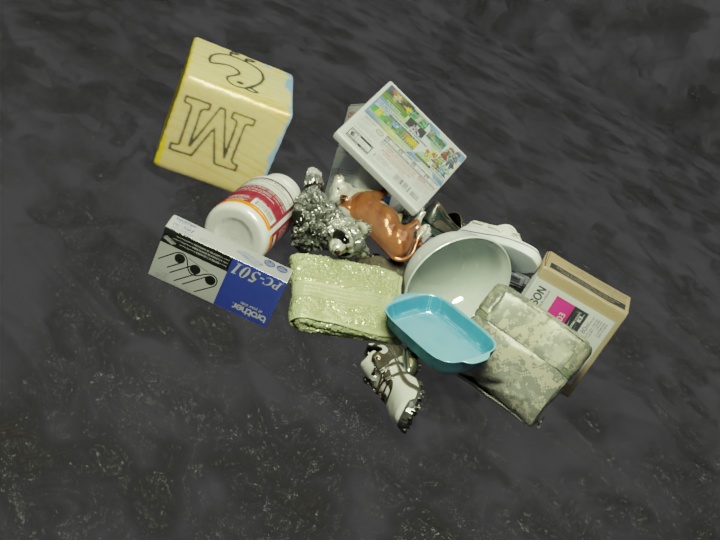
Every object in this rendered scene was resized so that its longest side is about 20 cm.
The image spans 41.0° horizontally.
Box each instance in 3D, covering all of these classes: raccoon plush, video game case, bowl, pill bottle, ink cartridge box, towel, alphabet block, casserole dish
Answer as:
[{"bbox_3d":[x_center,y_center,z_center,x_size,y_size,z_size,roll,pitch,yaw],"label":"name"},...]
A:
[{"bbox_3d":[-0.040,-0.104,1.629,0.134,0.097,0.200,5,60,5],"label":"raccoon plush"},{"bbox_3d":[0.073,-0.220,1.716,0.200,0.022,0.182,44,54,-3],"label":"video game case"},{"bbox_3d":[0.151,0.007,1.663,0.201,0.201,0.090,9,27,-29],"label":"bowl"},{"bbox_3d":[-0.174,-0.093,1.628,0.113,0.113,0.200,30,29,4],"label":"pill bottle"},{"bbox_3d":[-0.214,0.002,1.467,0.200,0.094,0.044,25,30,-5],"label":"ink cartridge box"},{"bbox_3d":[-0.022,0.044,1.566,0.200,0.036,0.148,11,54,-19],"label":"towel"},{"bbox_3d":[-0.250,-0.279,1.771,0.200,0.196,0.195,18,29,-16],"label":"alphabet block"},{"bbox_3d":[0.121,0.101,1.500,0.121,0.039,0.200,-14,36,-32],"label":"casserole dish"},{"bbox_3d":[0.011,-0.207,1.826,0.084,0.200,0.145,14,3,-23],"label":"ink cartridge box"},{"bbox_3d":[0.344,0.095,1.670,0.165,0.200,0.075,29,30,5],"label":"ink cartridge box"}]

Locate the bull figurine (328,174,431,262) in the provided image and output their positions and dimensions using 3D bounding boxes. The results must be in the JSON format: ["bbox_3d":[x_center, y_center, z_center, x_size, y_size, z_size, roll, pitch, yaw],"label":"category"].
[{"bbox_3d":[0.035,-0.102,1.709,0.121,0.065,0.200,-36,77,-23],"label":"bull figurine"}]

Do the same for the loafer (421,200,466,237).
[{"bbox_3d":[0.181,-0.090,1.910,0.072,0.063,0.200,38,12,28],"label":"loafer"}]

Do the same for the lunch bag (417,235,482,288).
[{"bbox_3d":[0.179,-0.010,1.827,0.151,0.094,0.200,25,21,1],"label":"lunch bag"}]

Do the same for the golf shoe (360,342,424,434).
[{"bbox_3d":[0.042,0.172,1.440,0.094,0.078,0.200,19,20,-9],"label":"golf shoe"}]

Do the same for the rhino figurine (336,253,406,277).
[{"bbox_3d":[0.000,0.000,1.678,0.200,0.060,0.087,-7,54,-40],"label":"rhino figurine"}]

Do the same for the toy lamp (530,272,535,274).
[{"bbox_3d":[0.308,-0.021,1.954,0.200,0.058,0.058,17,31,-22],"label":"toy lamp"}]

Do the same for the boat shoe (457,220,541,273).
[{"bbox_3d":[0.247,-0.052,1.694,0.200,0.065,0.074,23,-27,47],"label":"boat shoe"}]

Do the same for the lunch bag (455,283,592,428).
[{"bbox_3d":[0.250,0.139,1.568,0.200,0.168,0.139,36,-4,10],"label":"lunch bag"}]

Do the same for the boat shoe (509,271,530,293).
[{"bbox_3d":[0.284,0.034,1.848,0.074,0.068,0.199,22,5,4],"label":"boat shoe"}]

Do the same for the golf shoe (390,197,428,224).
[{"bbox_3d":[0.093,-0.163,1.996,0.097,0.078,0.200,28,28,12],"label":"golf shoe"}]
